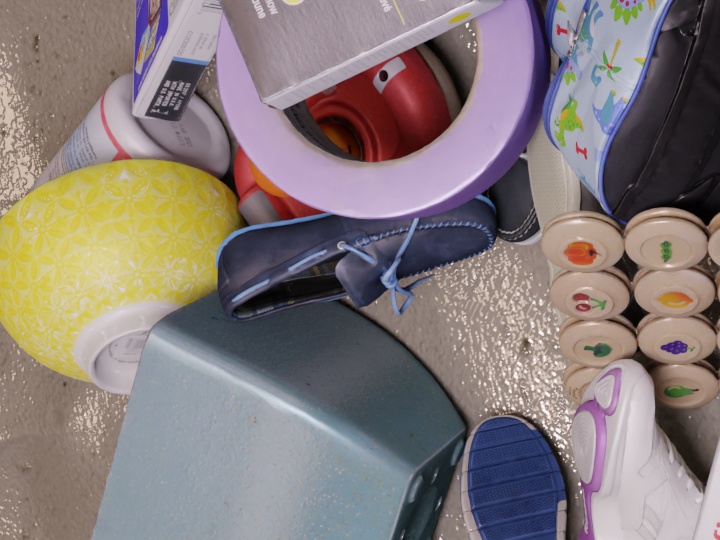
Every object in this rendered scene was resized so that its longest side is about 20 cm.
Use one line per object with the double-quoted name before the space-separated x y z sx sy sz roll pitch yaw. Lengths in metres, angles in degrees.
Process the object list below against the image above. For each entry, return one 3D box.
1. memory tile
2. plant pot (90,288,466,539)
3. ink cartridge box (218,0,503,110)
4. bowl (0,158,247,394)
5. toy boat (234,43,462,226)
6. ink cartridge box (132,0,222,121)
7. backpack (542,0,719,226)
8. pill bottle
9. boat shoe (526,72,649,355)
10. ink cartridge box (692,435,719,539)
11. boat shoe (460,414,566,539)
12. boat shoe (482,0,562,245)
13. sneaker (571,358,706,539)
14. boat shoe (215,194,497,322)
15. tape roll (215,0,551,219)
"memory tile" 0.194 0.028 1.372 0.153 0.017 0.200 -1 142 11
"plant pot" -0.044 0.138 1.565 0.200 0.196 0.196 24 111 16
"ink cartridge box" -0.005 -0.227 1.326 0.200 0.047 0.198 -25 83 14
"bowl" -0.167 0.025 1.607 0.200 0.200 0.108 -46 46 32
"toy boat" -0.026 -0.082 1.543 0.200 0.131 0.131 -46 71 32
"ink cartridge box" -0.118 -0.242 1.576 0.198 0.043 0.200 124 148 -51
"backpack" 0.203 -0.134 1.346 0.147 0.183 0.200 52 129 45
"pill bottle" -0.193 -0.048 1.684 0.109 0.109 0.200 53 124 17
"boat shoe" 0.154 -0.037 1.447 0.072 0.068 0.200 -152 47 -70
"ink cartridge box" 0.308 0.146 1.336 0.200 0.083 0.146 16 109 14
"boat shoe" 0.109 0.199 1.521 0.072 0.072 0.200 -7 64 -4
"boat shoe" 0.111 -0.110 1.483 0.076 0.060 0.200 18 108 31
"sneaker" 0.189 0.137 1.435 0.075 0.100 0.200 -105 8 -55
"boat shoe" 0.000 0.000 1.512 0.200 0.084 0.069 -16 50 21
"tape roll" 0.016 -0.131 1.387 0.200 0.085 0.200 0 92 13
